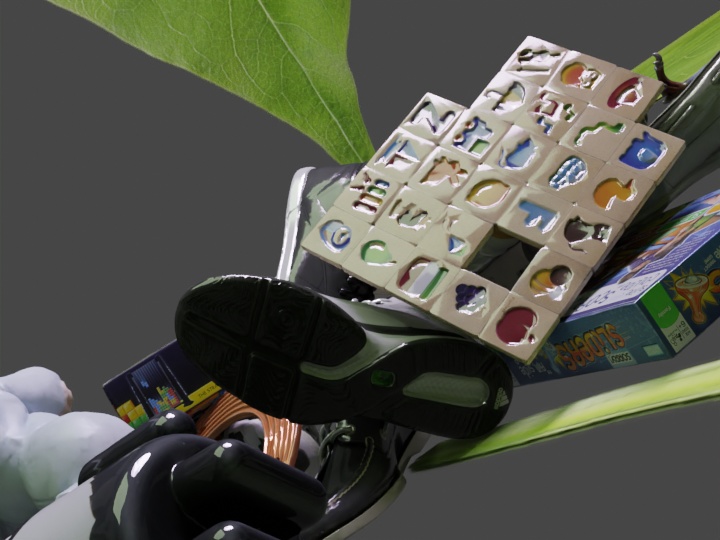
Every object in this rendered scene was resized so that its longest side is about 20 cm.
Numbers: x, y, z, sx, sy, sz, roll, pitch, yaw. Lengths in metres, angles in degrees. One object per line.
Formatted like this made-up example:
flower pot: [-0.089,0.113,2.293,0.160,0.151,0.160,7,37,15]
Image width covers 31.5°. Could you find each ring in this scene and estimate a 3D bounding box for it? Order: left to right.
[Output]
ring: [-0.097,0.157,0.845,0.200,0.019,0.201,-43,26,27]

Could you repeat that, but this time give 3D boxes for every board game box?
board game box: [-0.095,0.079,1.005,0.199,0.057,0.166,-32,-15,-13]
board game box: [0.161,0.006,0.721,0.135,0.035,0.200,-37,2,-18]

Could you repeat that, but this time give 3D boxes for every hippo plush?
hippo plush: [-0.205,0.127,0.877,0.159,0.202,0.159,3,25,23]

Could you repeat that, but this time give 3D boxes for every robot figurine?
robot figurine: [-0.105,0.155,0.607,0.199,0.125,0.150,-34,4,29]

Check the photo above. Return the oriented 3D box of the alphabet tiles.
alphabet tiles: [0.085,-0.055,0.749,0.200,0.166,0.008,-50,-35,-20]

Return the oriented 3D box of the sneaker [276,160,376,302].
sneaker: [0.000,0.000,0.887,0.098,0.071,0.202,-16,53,24]

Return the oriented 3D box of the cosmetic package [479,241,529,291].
cosmetic package: [0.132,-0.008,0.948,0.105,0.071,0.200,-36,3,4]

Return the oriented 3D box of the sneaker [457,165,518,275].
sneaker: [0.060,-0.038,0.855,0.088,0.075,0.200,-46,3,15]

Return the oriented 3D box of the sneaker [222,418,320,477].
sneaker: [-0.061,0.137,0.968,0.080,0.076,0.200,-27,0,-22]

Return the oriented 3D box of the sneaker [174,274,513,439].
sneaker: [-0.014,0.046,0.770,0.115,0.198,0.077,-122,48,-79]

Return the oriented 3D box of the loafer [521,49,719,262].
loafer: [0.177,-0.074,0.790,0.199,0.070,0.070,-37,4,12]

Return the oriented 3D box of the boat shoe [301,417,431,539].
boat shoe: [-0.008,0.111,0.777,0.072,0.063,0.200,-34,4,23]

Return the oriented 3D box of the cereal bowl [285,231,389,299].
cereal bowl: [0.028,0.007,1.117,0.199,0.199,0.084,-33,42,44]

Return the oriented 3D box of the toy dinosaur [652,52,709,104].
toy dinosaur: [0.324,-0.157,0.996,0.179,0.106,0.200,-13,-2,19]
